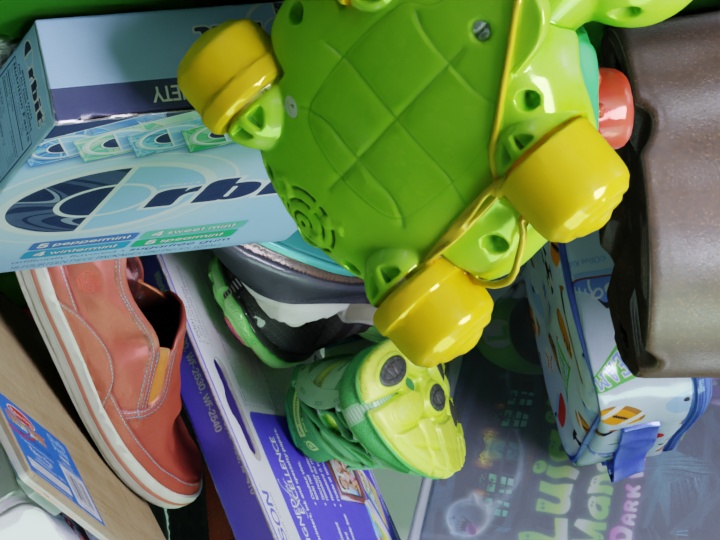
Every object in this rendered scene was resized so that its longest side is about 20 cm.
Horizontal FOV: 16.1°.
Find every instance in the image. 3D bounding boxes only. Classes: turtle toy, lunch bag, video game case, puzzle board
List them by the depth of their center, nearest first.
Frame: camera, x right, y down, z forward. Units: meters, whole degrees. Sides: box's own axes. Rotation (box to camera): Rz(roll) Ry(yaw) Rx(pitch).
[{"bbox_3d":[0.042,-0.071,0.882,0.200,0.146,0.101,-44,172,35],"label":"turtle toy"},{"bbox_3d":[-0.145,0.066,1.155,0.017,0.151,0.200,-32,152,3],"label":"puzzle board"},{"bbox_3d":[0.127,0.019,1.280,0.076,0.160,0.200,-12,167,-1],"label":"lunch bag"},{"bbox_3d":[0.134,0.079,1.372,0.182,0.200,0.023,7,147,12],"label":"video game case"}]

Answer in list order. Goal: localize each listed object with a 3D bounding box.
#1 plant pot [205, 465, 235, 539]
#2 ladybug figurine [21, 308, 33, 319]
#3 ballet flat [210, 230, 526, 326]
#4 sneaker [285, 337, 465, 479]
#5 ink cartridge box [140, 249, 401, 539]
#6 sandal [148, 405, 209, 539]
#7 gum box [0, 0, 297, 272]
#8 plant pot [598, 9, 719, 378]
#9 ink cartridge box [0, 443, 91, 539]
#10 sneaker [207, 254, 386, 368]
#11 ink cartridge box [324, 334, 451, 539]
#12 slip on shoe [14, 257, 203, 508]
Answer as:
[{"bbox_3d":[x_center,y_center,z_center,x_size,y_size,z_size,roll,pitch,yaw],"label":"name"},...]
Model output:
[{"bbox_3d":[-0.177,0.153,1.541,0.195,0.201,0.201,-2,166,-10],"label":"plant pot"},{"bbox_3d":[-0.220,0.069,1.362,0.200,0.072,0.136,-16,166,18],"label":"ladybug figurine"},{"bbox_3d":[-0.007,-0.002,1.219,0.200,0.073,0.073,3,161,-38],"label":"ballet flat"},{"bbox_3d":[0.005,0.073,1.247,0.084,0.074,0.200,-16,176,2],"label":"sneaker"},{"bbox_3d":[-0.051,0.082,1.298,0.043,0.198,0.200,-27,164,13],"label":"ink cartridge box"},{"bbox_3d":[-0.117,0.108,1.402,0.048,0.200,0.075,7,-159,18],"label":"sandal"},{"bbox_3d":[-0.075,-0.052,1.030,0.170,0.045,0.200,-7,167,-25],"label":"gum box"},{"bbox_3d":[0.205,-0.035,1.080,0.198,0.200,0.200,-5,167,-2],"label":"plant pot"},{"bbox_3d":[-0.165,0.124,1.206,0.084,0.145,0.200,-34,-151,2],"label":"ink cartridge box"},{"bbox_3d":[0.000,0.000,1.309,0.200,0.077,0.084,-6,153,-50],"label":"sneaker"},{"bbox_3d":[0.059,0.113,1.516,0.145,0.147,0.200,-10,-171,1],"label":"ink cartridge box"},{"bbox_3d":[-0.106,0.039,1.192,0.061,0.074,0.200,-20,131,1],"label":"slip on shoe"}]
